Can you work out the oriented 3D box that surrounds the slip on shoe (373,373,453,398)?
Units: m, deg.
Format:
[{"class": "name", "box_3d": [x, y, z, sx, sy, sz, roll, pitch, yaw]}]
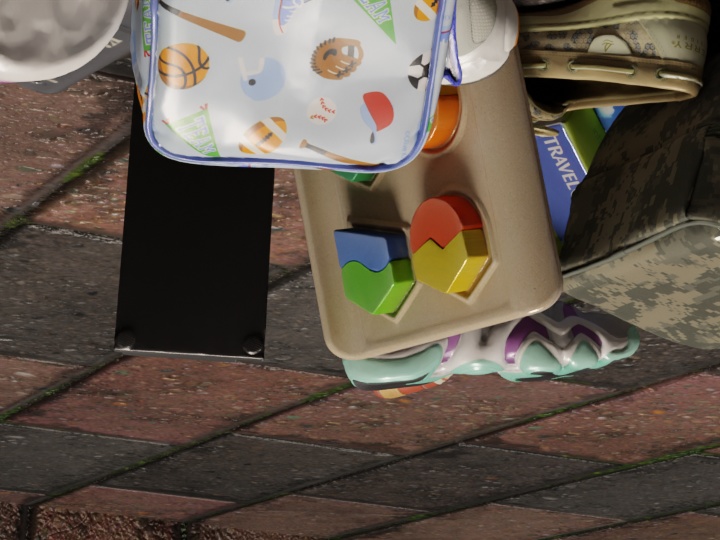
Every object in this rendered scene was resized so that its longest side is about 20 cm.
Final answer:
[{"class": "slip on shoe", "box_3d": [0.000, 0.000, 1.527, 0.061, 0.201, 0.074, -30, 154, 11]}]

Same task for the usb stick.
[{"class": "usb stick", "box_3d": [-0.155, -0.144, 1.309, 0.055, 0.033, 0.200, 11, 163, -32]}]

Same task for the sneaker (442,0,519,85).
[{"class": "sneaker", "box_3d": [-0.017, -0.140, 1.247, 0.199, 0.076, 0.092, -13, 153, 24]}]

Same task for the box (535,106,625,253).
[{"class": "box", "box_3d": [0.107, -0.050, 1.477, 0.199, 0.048, 0.122, -10, 122, 40]}]

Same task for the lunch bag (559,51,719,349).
[{"class": "lunch bag", "box_3d": [0.223, -0.059, 1.304, 0.139, 0.169, 0.200, 21, 161, -18]}]

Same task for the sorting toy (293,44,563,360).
[{"class": "sorting toy", "box_3d": [0.027, -0.050, 1.335, 0.036, 0.186, 0.200, -6, 173, -41]}]

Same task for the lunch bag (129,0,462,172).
[{"class": "lunch bag", "box_3d": [-0.026, -0.137, 1.052, 0.159, 0.076, 0.201, 1, 128, -10]}]

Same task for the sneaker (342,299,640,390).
[{"class": "sneaker", "box_3d": [0.083, 0.002, 1.443, 0.199, 0.141, 0.078, -2, 172, -16]}]

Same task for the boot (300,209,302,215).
[{"class": "boot", "box_3d": [0.051, -0.018, 1.609, 0.199, 0.108, 0.075, 2, 168, 12]}]

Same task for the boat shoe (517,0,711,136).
[{"class": "boat shoe", "box_3d": [0.117, -0.116, 1.305, 0.073, 0.063, 0.199, 15, 161, -39]}]

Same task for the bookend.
[{"class": "bookend", "box_3d": [-0.104, -0.022, 1.435, 0.092, 0.201, 0.199, 4, 165, -3]}]

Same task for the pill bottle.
[{"class": "pill bottle", "box_3d": [-0.207, -0.148, 1.115, 0.112, 0.113, 0.200, 13, 176, -34]}]
